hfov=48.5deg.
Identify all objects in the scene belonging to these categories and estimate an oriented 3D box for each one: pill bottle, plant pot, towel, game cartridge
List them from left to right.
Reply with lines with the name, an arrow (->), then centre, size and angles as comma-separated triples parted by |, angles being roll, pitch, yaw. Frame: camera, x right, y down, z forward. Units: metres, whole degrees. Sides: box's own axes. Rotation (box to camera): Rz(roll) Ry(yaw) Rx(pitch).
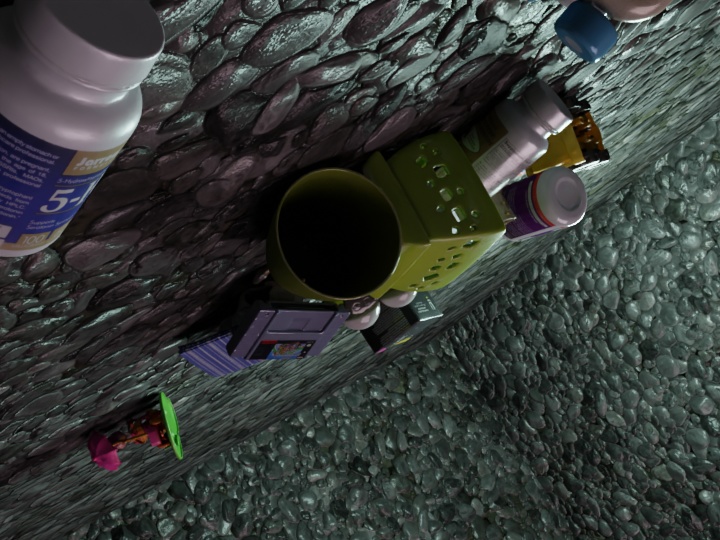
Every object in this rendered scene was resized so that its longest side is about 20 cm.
pill bottle -> -0.224, -0.111, 0.558 | 0.200, 0.120, 0.120 | -42, 165, 34
towel -> -0.217, 0.137, 1.474 | 0.199, 0.024, 0.145 | -21, 147, 11
game cartridge -> -0.127, 0.108, 1.416 | 0.200, 0.038, 0.130 | 4, 129, -41
plant pot -> -0.064, -0.033, 1.183 | 0.187, 0.188, 0.200 | -27, 180, -25
plant pot -> 0.073, -0.080, 1.265 | 0.181, 0.200, 0.199 | -14, 159, -36
pill bottle -> 0.249, -0.221, 1.338 | 0.200, 0.115, 0.114 | -40, 166, 26
pill bottle -> 0.322, -0.120, 1.510 | 0.112, 0.113, 0.200 | -26, -176, -31

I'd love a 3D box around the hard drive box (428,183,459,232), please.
hard drive box -> 0.142, -0.102, 1.608 | 0.156, 0.077, 0.200 | -19, 161, -50

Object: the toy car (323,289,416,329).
toy car -> 0.000, 0.000, 1.528 | 0.200, 0.175, 0.150 | -30, -156, -17

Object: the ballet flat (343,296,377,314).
ballet flat -> 0.027, -0.014, 1.426 | 0.200, 0.067, 0.046 | -62, -151, -5

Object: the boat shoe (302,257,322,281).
boat shoe -> -0.005, -0.003, 1.335 | 0.199, 0.076, 0.074 | -6, -160, -30

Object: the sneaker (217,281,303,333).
sneaker -> -0.204, 0.072, 1.461 | 0.200, 0.076, 0.092 | -34, 146, 24

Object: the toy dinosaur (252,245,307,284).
toy dinosaur -> -0.092, -0.024, 1.372 | 0.199, 0.061, 0.106 | -11, 170, -10

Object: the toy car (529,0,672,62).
toy car -> 0.239, -0.343, 0.858 | 0.184, 0.177, 0.200 | -49, -167, 8

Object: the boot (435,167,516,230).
boot -> 0.245, -0.161, 1.456 | 0.200, 0.155, 0.072 | -33, 168, 7

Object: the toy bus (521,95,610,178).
toy bus -> 0.374, -0.240, 1.577 | 0.192, 0.136, 0.200 | -25, 174, 32

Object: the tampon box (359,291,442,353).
tampon box -> 0.050, 0.052, 1.674 | 0.126, 0.200, 0.150 | -38, 166, 21

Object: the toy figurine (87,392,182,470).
toy figurine -> -0.496, 0.357, 1.732 | 0.183, 0.151, 0.200 | -17, -170, -9
